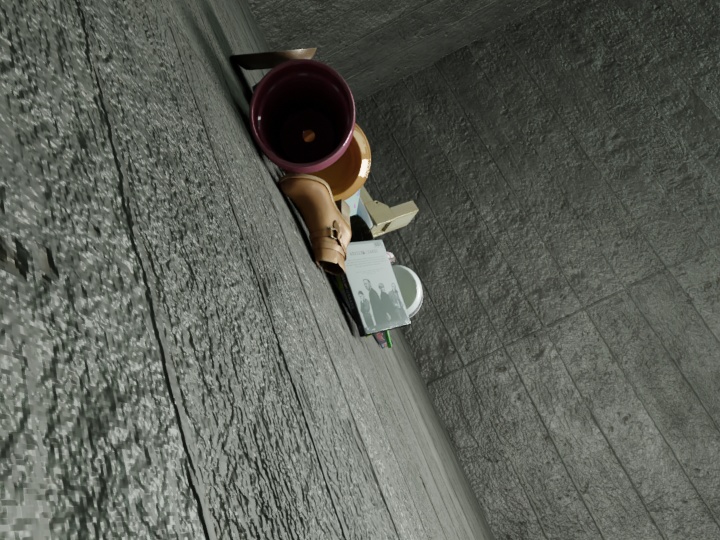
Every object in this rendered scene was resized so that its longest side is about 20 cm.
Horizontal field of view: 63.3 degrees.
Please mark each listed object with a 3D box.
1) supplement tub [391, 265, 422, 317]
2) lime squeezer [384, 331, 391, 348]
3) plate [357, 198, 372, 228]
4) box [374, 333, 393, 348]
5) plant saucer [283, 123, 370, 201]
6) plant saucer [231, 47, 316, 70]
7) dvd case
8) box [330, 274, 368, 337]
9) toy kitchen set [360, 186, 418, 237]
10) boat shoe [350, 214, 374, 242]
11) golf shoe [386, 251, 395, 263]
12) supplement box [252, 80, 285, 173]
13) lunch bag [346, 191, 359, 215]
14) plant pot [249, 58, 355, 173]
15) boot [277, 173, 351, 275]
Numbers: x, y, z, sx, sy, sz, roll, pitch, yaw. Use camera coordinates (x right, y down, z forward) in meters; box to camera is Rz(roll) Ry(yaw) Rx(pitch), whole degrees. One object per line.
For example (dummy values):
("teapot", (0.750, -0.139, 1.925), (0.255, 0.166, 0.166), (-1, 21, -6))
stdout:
("supplement tub", (0.100, 0.062, 1.601), (0.142, 0.139, 0.200), (65, 3, 10))
("lime squeezer", (0.050, 0.094, 1.360), (0.201, 0.037, 0.071), (-111, 176, -64))
("plate", (-0.060, -0.180, 1.738), (0.200, 0.032, 0.202), (-35, -101, 56))
("box", (0.025, 0.108, 1.614), (0.201, 0.037, 0.138), (61, 5, -48))
("plant saucer", (-0.074, -0.243, 1.278), (0.202, 0.198, 0.038), (63, 5, -17))
("plant saucer", (-0.197, -0.487, 1.347), (0.201, 0.197, 0.037), (-106, -170, -69))
("dvd case", (0.024, 0.033, 1.260), (0.149, 0.025, 0.203), (-7, 73, -46))
("box", (-0.019, 0.047, 1.343), (0.123, 0.047, 0.201), (-112, 176, -47))
("toy kitchen set", (0.028, -0.195, 1.793), (0.201, 0.179, 0.163), (58, -37, 15))
("boat shoe", (0.006, -0.028, 1.368), (0.074, 0.075, 0.203), (112, -41, -83))
("golf shoe", (0.016, -0.040, 1.567), (0.198, 0.072, 0.093), (-6, 67, -47))
("supplement box", (-0.149, -0.359, 1.362), (0.200, 0.132, 0.202), (-106, 177, -69))
("lunch bag", (-0.057, -0.187, 1.478), (0.200, 0.076, 0.163), (-3, 104, -77))
("plant pot", (-0.108, -0.281, 1.147), (0.179, 0.198, 0.202), (114, -50, -86))
("boot", (-0.085, -0.089, 1.143), (0.199, 0.073, 0.157), (26, 57, -43))
